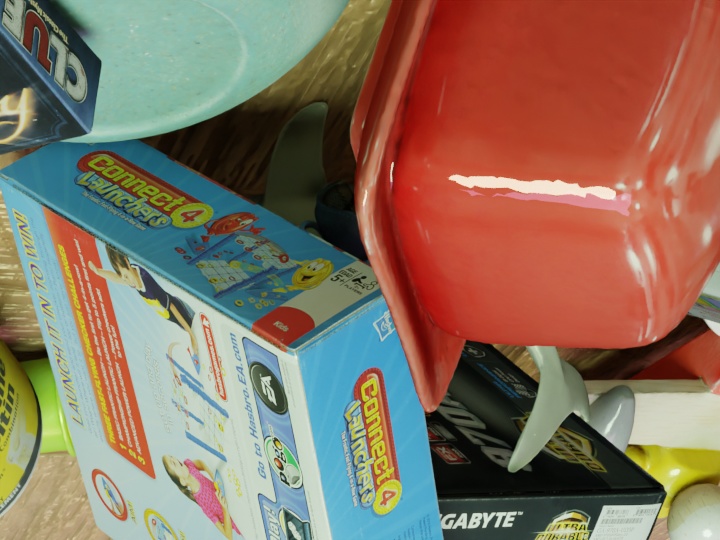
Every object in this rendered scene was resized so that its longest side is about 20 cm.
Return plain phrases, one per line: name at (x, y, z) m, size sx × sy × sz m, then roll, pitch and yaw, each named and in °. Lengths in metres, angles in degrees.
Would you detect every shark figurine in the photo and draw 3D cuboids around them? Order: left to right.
shark figurine at (0.021, -0.006, 0.919) m, size 0.213 × 0.129 × 0.090 m, roll 20°, pitch -162°, yaw 2°

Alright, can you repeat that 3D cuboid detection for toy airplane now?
toy airplane at (0.195, 0.092, 1.133) m, size 0.199 × 0.142 × 0.199 m, roll -13°, pitch 155°, yaw 9°

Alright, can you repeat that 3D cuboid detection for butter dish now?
butter dish at (0.091, -0.057, 0.670) m, size 0.147 × 0.201 × 0.200 m, roll 13°, pitch 159°, yaw 14°

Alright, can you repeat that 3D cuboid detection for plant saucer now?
plant saucer at (-0.095, -0.092, 0.753) m, size 0.200 × 0.039 × 0.201 m, roll -7°, pitch 155°, yaw -4°

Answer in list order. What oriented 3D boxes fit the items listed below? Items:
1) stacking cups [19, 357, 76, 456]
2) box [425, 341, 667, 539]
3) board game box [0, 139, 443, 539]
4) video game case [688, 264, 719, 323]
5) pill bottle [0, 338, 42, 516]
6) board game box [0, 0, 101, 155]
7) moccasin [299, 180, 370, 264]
stacking cups at (-0.210, 0.081, 1.057) m, size 0.199 × 0.061 × 0.061 m, roll -10°, pitch 156°, yaw 1°
box at (0.026, 0.075, 0.971) m, size 0.158 × 0.200 × 0.046 m, roll 4°, pitch 114°, yaw -37°
board game box at (-0.054, 0.062, 0.832) m, size 0.056 × 0.195 × 0.201 m, roll -32°, pitch 131°, yaw -29°
video game case at (0.168, 0.009, 0.933) m, size 0.199 × 0.022 × 0.182 m, roll 18°, pitch 178°, yaw 27°
pill bottle at (-0.222, 0.048, 0.922) m, size 0.111 × 0.113 × 0.200 m, roll -11°, pitch 156°, yaw 3°
board game box at (-0.210, -0.077, 0.694) m, size 0.199 × 0.035 × 0.136 m, roll -12°, pitch 145°, yaw 21°
moccasin at (0.010, -0.022, 0.833) m, size 0.068 × 0.201 × 0.080 m, roll 14°, pitch -168°, yaw -18°
